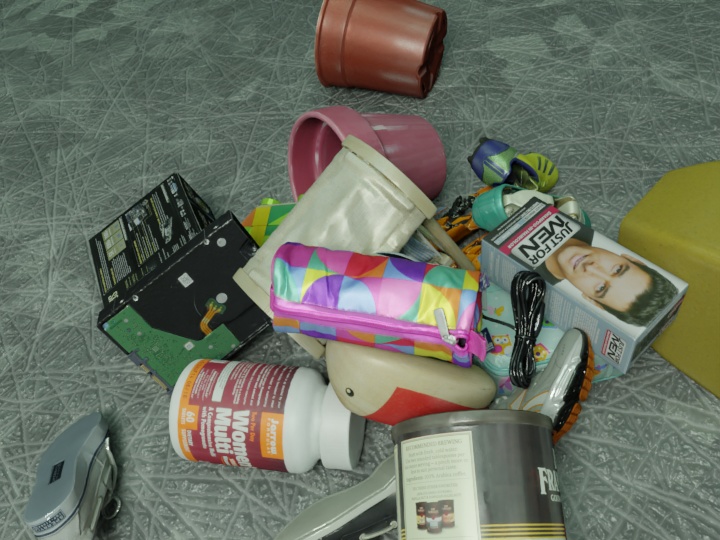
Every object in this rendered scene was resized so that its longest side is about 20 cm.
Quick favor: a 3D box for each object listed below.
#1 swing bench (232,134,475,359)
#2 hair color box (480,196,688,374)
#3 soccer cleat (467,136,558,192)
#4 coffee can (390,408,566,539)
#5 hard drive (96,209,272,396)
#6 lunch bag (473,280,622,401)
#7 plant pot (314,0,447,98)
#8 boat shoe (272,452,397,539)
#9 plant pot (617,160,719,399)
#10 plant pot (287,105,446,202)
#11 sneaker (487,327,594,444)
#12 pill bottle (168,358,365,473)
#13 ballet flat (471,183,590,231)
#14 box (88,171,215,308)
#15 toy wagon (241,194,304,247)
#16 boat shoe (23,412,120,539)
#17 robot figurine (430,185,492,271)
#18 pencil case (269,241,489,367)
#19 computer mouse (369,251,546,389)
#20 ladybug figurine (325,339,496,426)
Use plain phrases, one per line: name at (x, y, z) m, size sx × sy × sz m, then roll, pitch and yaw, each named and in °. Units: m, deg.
swing bench at (0.000, 0.000, 0.706) m, size 0.200 × 0.200 × 0.129 m, roll -50°, pitch 54°, yaw -2°
hair color box at (0.236, 0.008, 0.688) m, size 0.098 × 0.061 × 0.199 m, roll -35°, pitch 52°, yaw -22°
soccer cleat at (0.225, -0.128, 0.866) m, size 0.197 × 0.065 × 0.084 m, roll 6°, pitch 36°, yaw -46°
coffee can at (0.100, 0.233, 0.520) m, size 0.142 × 0.147 × 0.206 m, roll -4°, pitch 67°, yaw 6°
hard drive at (-0.190, 0.044, 0.746) m, size 0.198 × 0.141 × 0.038 m, roll -38°, pitch 29°, yaw 1°
lunch bag at (0.209, 0.060, 0.740) m, size 0.194 × 0.078 × 0.163 m, roll -12°, pitch 48°, yaw -1°
plant pot at (0.044, -0.407, 1.121) m, size 0.191 × 0.203 × 0.203 m, roll 19°, pitch 53°, yaw 14°
boat shoe at (0.003, 0.245, 0.623) m, size 0.197 × 0.062 × 0.074 m, roll -28°, pitch 6°, yaw -16°
plant pot at (0.400, -0.005, 0.699) m, size 0.193 × 0.199 × 0.198 m, roll -38°, pitch 47°, yaw -24°
plant pot at (0.017, -0.138, 0.887) m, size 0.176 × 0.204 × 0.200 m, roll -21°, pitch 46°, yaw -31°
sneaker at (0.165, 0.143, 0.639) m, size 0.091 × 0.075 × 0.204 m, roll 24°, pitch 83°, yaw 38°
pill bottle at (-0.097, 0.159, 0.683) m, size 0.194 × 0.111 × 0.111 m, roll 3°, pitch 48°, yaw 12°
ballet flat at (0.239, -0.070, 0.809) m, size 0.195 × 0.070 × 0.069 m, roll 5°, pitch 75°, yaw -23°
box at (-0.262, -0.005, 0.843) m, size 0.162 × 0.086 × 0.201 m, roll -37°, pitch 50°, yaw 2°
toy wagon at (-0.131, -0.024, 0.857) m, size 0.195 × 0.039 × 0.159 m, roll 0°, pitch 70°, yaw 33°
boat shoe at (-0.297, 0.234, 0.678) m, size 0.073 × 0.088 × 0.202 m, roll -27°, pitch 20°, yaw -9°
robot figurine at (0.149, -0.046, 0.857) m, size 0.198 × 0.059 × 0.145 m, roll -33°, pitch 54°, yaw -19°
pencil case at (0.016, 0.028, 0.546) m, size 0.194 × 0.090 × 0.090 m, roll 8°, pitch 50°, yaw 13°
computer mouse at (0.086, 0.037, 0.609) m, size 0.194 × 0.044 × 0.113 m, roll 15°, pitch 90°, yaw -1°
ladybug figurine at (0.050, 0.114, 0.622) m, size 0.135 × 0.196 × 0.074 m, roll 15°, pitch 88°, yaw 63°
